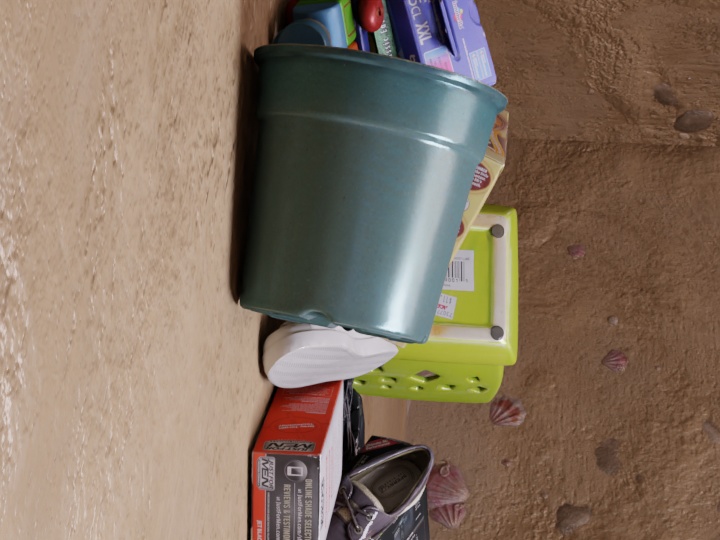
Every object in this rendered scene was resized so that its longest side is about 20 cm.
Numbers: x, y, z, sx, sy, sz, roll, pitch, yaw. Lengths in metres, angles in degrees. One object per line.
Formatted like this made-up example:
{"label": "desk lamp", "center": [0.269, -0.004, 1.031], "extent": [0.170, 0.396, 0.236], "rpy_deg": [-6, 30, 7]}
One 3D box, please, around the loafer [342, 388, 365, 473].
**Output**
{"label": "loafer", "center": [-0.025, 0.222, 1.880], "extent": [0.070, 0.068, 0.202], "rpy_deg": [83, 11, -70]}

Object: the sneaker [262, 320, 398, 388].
{"label": "sneaker", "center": [-0.047, 0.037, 1.585], "extent": [0.116, 0.073, 0.200], "rpy_deg": [63, 21, 13]}

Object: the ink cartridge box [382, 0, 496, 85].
{"label": "ink cartridge box", "center": [0.045, -0.223, 1.626], "extent": [0.200, 0.076, 0.137], "rpy_deg": [10, -59, 61]}

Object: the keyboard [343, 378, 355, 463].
{"label": "keyboard", "center": [-0.034, 0.140, 1.779], "extent": [0.127, 0.020, 0.201], "rpy_deg": [-19, 115, -61]}

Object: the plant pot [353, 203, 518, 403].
{"label": "plant pot", "center": [0.068, 0.023, 1.905], "extent": [0.182, 0.199, 0.200], "rpy_deg": [125, -31, -73]}

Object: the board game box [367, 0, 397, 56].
{"label": "board game box", "center": [0.003, -0.185, 1.627], "extent": [0.105, 0.023, 0.201], "rpy_deg": [19, -53, 56]}

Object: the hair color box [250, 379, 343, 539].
{"label": "hair color box", "center": [-0.053, 0.169, 1.562], "extent": [0.200, 0.061, 0.102], "rpy_deg": [-74, 166, -75]}

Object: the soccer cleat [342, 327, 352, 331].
{"label": "soccer cleat", "center": [-0.016, 0.002, 1.508], "extent": [0.081, 0.200, 0.068], "rpy_deg": [-55, 130, -12]}

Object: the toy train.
{"label": "toy train", "center": [-0.024, -0.138, 1.543], "extent": [0.116, 0.084, 0.201], "rpy_deg": [-54, 139, -61]}

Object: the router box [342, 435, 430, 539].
{"label": "router box", "center": [-0.002, 0.282, 1.770], "extent": [0.200, 0.062, 0.151], "rpy_deg": [-47, 141, -45]}

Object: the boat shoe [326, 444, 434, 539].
{"label": "boat shoe", "center": [-0.004, 0.221, 1.664], "extent": [0.200, 0.072, 0.065], "rpy_deg": [-32, 159, -39]}

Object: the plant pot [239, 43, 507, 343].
{"label": "plant pot", "center": [-0.003, -0.053, 1.373], "extent": [0.200, 0.199, 0.197], "rpy_deg": [38, 62, -84]}

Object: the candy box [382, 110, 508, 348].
{"label": "candy box", "center": [0.061, -0.045, 1.567], "extent": [0.116, 0.055, 0.201], "rpy_deg": [-79, -165, -61]}

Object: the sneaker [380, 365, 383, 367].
{"label": "sneaker", "center": [0.000, 0.000, 1.741], "extent": [0.078, 0.085, 0.201], "rpy_deg": [96, 7, -46]}
